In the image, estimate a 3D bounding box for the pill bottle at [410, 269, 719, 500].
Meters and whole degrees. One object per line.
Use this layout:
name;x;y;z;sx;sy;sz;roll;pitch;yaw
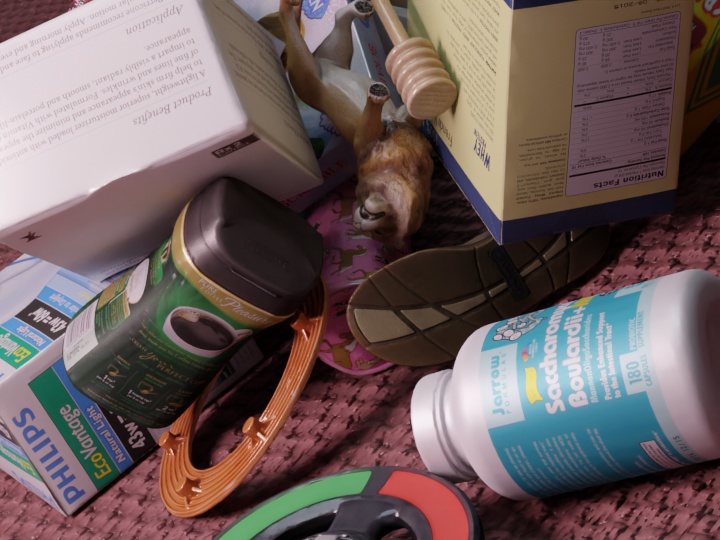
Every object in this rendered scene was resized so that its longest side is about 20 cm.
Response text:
pill bottle;0.131;0.074;1.330;0.199;0.111;0.111;-17;28;29

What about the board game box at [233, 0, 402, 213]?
board game box;-0.070;-0.135;1.748;0.199;0.041;0.201;-35;51;22

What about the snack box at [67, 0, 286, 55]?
snack box;-0.174;-0.137;1.762;0.199;0.068;0.170;21;85;43

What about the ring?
ring;-0.089;0.083;1.586;0.200;0.019;0.201;-46;23;27

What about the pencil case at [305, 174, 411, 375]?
pencil case;0.000;0.000;1.660;0.087;0.083;0.200;-51;17;23

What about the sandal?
sandal;0.082;0.006;1.563;0.199;0.082;0.055;-31;1;-15

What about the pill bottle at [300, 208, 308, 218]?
pill bottle;-0.083;-0.077;1.864;0.108;0.109;0.200;-5;35;44

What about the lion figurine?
lion figurine;-0.005;-0.120;1.615;0.072;0.123;0.201;-16;56;-23

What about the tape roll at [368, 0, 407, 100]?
tape roll;0.022;-0.196;1.874;0.201;0.071;0.203;12;15;-3

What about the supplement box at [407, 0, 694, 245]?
supplement box;0.125;-0.161;1.536;0.133;0.201;0.200;-10;35;-15

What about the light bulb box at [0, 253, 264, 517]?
light bulb box;-0.217;0.063;1.739;0.200;0.125;0.198;-39;26;-18

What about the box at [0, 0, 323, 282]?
box;-0.157;-0.100;1.571;0.198;0.131;0.200;-23;-14;10

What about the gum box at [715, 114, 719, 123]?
gum box;0.368;-0.177;1.609;0.200;0.045;0.170;-41;25;-21

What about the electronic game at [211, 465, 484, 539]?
electronic game;-0.022;0.183;1.307;0.199;0.042;0.200;-18;28;10

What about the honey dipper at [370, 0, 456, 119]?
honey dipper;0.014;-0.187;1.573;0.038;0.038;0.201;-30;53;4

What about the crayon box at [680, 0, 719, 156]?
crayon box;0.238;-0.169;1.622;0.200;0.051;0.127;-50;33;19

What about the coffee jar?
coffee jar;-0.117;0.022;1.562;0.200;0.104;0.086;-41;31;36

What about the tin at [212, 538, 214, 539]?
tin;-0.073;0.228;1.368;0.112;0.042;0.200;-33;24;7
